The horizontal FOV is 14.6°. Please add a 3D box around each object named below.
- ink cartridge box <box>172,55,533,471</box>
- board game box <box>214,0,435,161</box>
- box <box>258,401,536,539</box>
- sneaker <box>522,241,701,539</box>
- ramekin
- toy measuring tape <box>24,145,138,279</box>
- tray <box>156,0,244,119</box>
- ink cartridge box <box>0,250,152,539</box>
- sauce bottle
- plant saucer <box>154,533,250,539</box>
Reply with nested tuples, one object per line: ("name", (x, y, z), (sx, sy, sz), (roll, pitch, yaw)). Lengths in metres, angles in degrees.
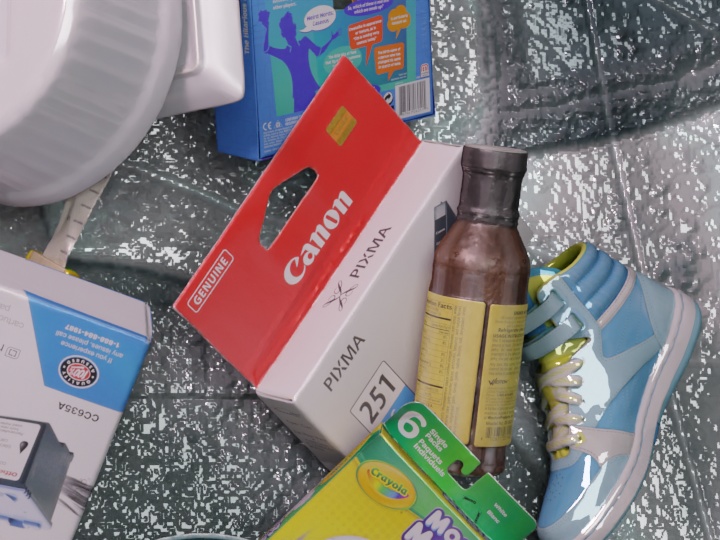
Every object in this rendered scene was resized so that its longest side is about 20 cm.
("ink cartridge box", (0.000, 0.000, 1.725), (0.176, 0.045, 0.200), (47, 67, -36))
("board game box", (-0.025, -0.181, 1.728), (0.152, 0.045, 0.201), (-16, 111, -40))
("box", (0.000, 0.184, 1.688), (0.200, 0.048, 0.117), (-44, 93, 4))
("sneaker", (0.125, 0.073, 1.759), (0.130, 0.079, 0.201), (34, 62, -21))
("ramekin", (-0.212, -0.145, 1.649), (0.200, 0.098, 0.201), (-6, 78, 28))
("toy measuring tape", (-0.170, 0.010, 1.689), (0.073, 0.074, 0.201), (26, 93, -9))
("tray", (-0.161, -0.138, 1.690), (0.022, 0.199, 0.108), (12, 71, -60))
("ink cartridge box", (-0.222, 0.095, 1.619), (0.146, 0.086, 0.201), (20, 101, -11))
("sauce bottle", (0.072, 0.024, 1.719), (0.064, 0.065, 0.201), (7, 96, -14))
("plant saucer", (-0.085, 0.247, 1.659), (0.199, 0.036, 0.201), (2, 102, 7))
